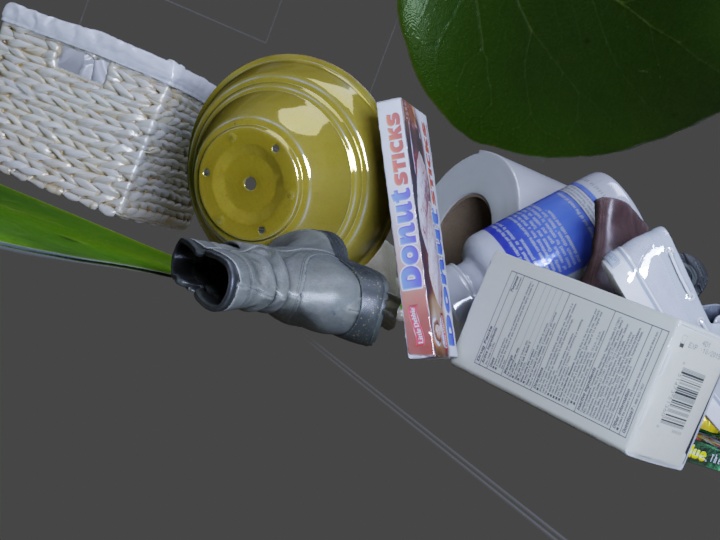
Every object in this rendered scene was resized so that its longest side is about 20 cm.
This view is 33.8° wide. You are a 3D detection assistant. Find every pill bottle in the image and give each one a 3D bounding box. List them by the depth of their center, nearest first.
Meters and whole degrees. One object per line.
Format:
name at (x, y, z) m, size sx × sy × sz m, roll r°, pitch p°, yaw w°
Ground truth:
pill bottle at (0.166, -0.003, 1.130) m, size 0.113 × 0.199 × 0.112 m, roll 62°, pitch -8°, yaw 15°

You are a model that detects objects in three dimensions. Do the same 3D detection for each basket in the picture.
basket at (-0.260, -0.150, 1.208) m, size 0.197 × 0.162 × 0.200 m, roll 22°, pitch 4°, yaw 12°

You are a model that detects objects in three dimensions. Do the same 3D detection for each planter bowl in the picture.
planter bowl at (-0.074, -0.074, 0.964) m, size 0.199 × 0.202 × 0.083 m, roll 22°, pitch 18°, yaw 18°

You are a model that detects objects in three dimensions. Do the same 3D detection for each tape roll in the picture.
tape roll at (0.163, -0.014, 1.314) m, size 0.139 × 0.204 × 0.202 m, roll 20°, pitch 3°, yaw -29°

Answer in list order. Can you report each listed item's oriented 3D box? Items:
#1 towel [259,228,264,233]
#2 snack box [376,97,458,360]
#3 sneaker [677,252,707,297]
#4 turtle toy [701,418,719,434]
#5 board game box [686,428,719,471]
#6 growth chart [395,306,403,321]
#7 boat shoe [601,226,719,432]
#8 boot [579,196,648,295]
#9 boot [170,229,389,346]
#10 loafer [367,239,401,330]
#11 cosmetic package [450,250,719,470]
towel at (-0.061, -0.038, 1.271) m, size 0.148 × 0.031 × 0.200 m, roll 3°, pitch -9°, yaw 2°
snack box at (0.045, -0.030, 0.932) m, size 0.024 × 0.201 × 0.072 m, roll -9°, pitch -7°, yaw 18°
sneaker at (0.309, 0.063, 1.350) m, size 0.076 × 0.199 × 0.091 m, roll 60°, pitch 1°, yaw 25°
turtle toy at (0.407, 0.141, 1.153) m, size 0.199 × 0.102 × 0.146 m, roll 22°, pitch 3°, yaw 24°
board game box at (0.267, 0.140, 0.982) m, size 0.199 × 0.024 × 0.105 m, roll 20°, pitch 1°, yaw -28°
growth chart at (-0.013, 0.018, 1.271) m, size 0.144 × 0.018 × 0.200 m, roll 21°, pitch 3°, yaw -10°
boat shoe at (0.273, 0.051, 0.967) m, size 0.200 × 0.068 × 0.072 m, roll 54°, pitch 8°, yaw -11°
boot at (0.250, 0.041, 1.059) m, size 0.072 × 0.167 × 0.200 m, roll 0°, pitch -19°, yaw 36°
boot at (-0.072, -0.003, 0.828) m, size 0.130 × 0.068 × 0.200 m, roll 13°, pitch 4°, yaw -24°
loafer at (0.000, 0.000, 1.099) m, size 0.075 × 0.069 × 0.200 m, roll 20°, pitch 9°, yaw -13°
cosmetic package at (0.169, 0.063, 0.901) m, size 0.071 × 0.106 × 0.200 m, roll 21°, pitch 4°, yaw -37°
